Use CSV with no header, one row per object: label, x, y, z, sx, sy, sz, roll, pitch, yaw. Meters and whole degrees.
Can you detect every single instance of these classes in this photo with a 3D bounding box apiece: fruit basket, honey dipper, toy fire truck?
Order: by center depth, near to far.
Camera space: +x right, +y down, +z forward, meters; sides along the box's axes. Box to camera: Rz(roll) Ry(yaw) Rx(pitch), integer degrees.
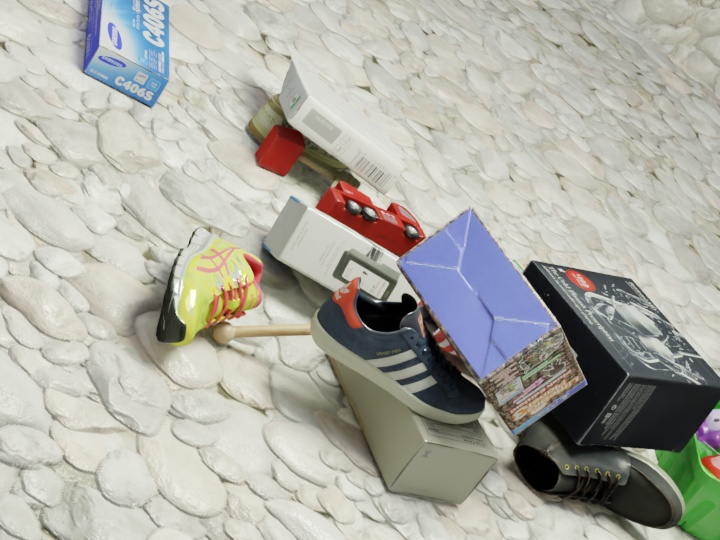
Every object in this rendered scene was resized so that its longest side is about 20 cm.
honey dipper,-0.049,0.057,1.713,0.198,0.038,0.038,0,36,-11
fruit basket,0.457,0.207,2.013,0.155,0.216,0.216,31,26,-13
toy fire truck,-0.022,-0.090,2.065,0.199,0.049,0.141,21,28,-33

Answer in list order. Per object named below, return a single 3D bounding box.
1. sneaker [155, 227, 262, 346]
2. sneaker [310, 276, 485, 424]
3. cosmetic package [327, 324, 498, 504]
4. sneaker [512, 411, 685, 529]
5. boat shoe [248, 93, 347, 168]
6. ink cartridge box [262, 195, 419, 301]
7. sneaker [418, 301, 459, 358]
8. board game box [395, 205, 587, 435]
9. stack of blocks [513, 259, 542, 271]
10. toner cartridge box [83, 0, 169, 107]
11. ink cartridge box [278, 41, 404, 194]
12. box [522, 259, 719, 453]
sneaker,-0.141,0.019,1.672,0.090,0.079,0.200,19,27,0
sneaker,0.052,0.076,1.671,0.199,0.085,0.075,29,26,-18
cosmetic package,0.051,0.136,1.751,0.103,0.073,0.201,18,32,-35
sneaker,0.255,0.235,1.867,0.199,0.075,0.106,32,29,9
boat shoe,-0.051,-0.177,2.155,0.199,0.063,0.073,3,41,-50
ink cartridge box,0.000,0.000,1.875,0.199,0.068,0.116,31,2,-15
sneaker,0.105,0.028,2.006,0.112,0.071,0.201,28,29,-27
board game box,0.136,0.055,1.740,0.160,0.097,0.200,55,1,25
stack of blocks,0.230,0.076,2.102,0.115,0.059,0.200,5,41,-49
toner cartridge box,-0.279,-0.280,2.055,0.094,0.043,0.201,25,28,-22
ink cartridge box,-0.033,-0.192,2.118,0.161,0.050,0.200,35,13,-25
box,0.276,0.097,1.924,0.181,0.104,0.200,10,33,-42
